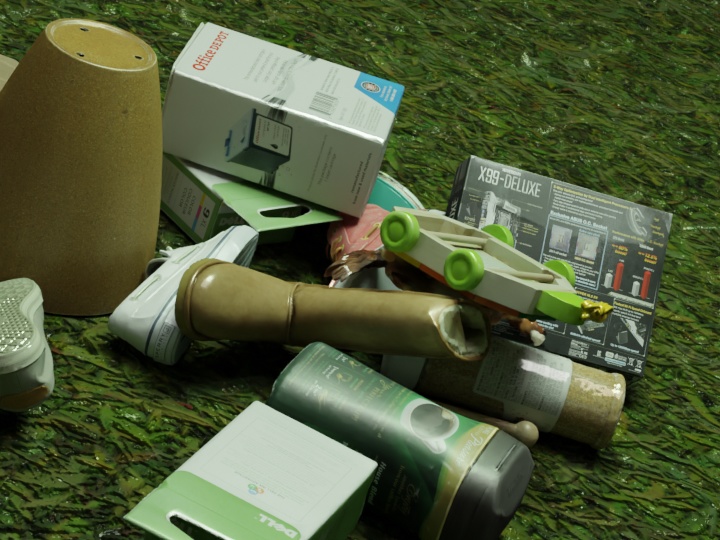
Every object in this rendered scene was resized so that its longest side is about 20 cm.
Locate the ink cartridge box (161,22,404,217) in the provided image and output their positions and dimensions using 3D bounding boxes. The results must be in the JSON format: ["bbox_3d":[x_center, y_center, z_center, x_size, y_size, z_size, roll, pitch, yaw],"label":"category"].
[{"bbox_3d":[-0.072,-0.141,1.834,0.199,0.086,0.147,17,26,1],"label":"ink cartridge box"}]

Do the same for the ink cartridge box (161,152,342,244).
[{"bbox_3d":[-0.120,-0.069,1.832,0.104,0.059,0.200,-7,37,-42],"label":"ink cartridge box"}]

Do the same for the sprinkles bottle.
[{"bbox_3d":[0.119,0.090,1.683,0.199,0.068,0.068,17,26,-5],"label":"sprinkles bottle"}]

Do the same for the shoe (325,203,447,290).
[{"bbox_3d":[0.000,0.000,1.786,0.091,0.072,0.200,9,30,30],"label":"shoe"}]

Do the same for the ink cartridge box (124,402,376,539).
[{"bbox_3d":[-0.078,0.171,1.380,0.104,0.059,0.200,27,27,13],"label":"ink cartridge box"}]

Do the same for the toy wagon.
[{"bbox_3d":[0.111,0.002,1.608,0.200,0.040,0.155,32,15,33],"label":"toy wagon"}]

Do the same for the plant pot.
[{"bbox_3d":[-0.236,-0.097,1.647,0.186,0.201,0.187,16,25,-8],"label":"plant pot"}]

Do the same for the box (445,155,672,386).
[{"bbox_3d":[0.168,0.001,1.798,0.199,0.158,0.050,15,-16,-9],"label":"box"}]

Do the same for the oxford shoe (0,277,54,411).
[{"bbox_3d":[-0.266,0.054,1.504,0.075,0.058,0.200,-20,22,-8],"label":"oxford shoe"}]

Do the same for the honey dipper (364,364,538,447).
[{"bbox_3d":[0.052,0.112,1.640,0.199,0.038,0.038,18,26,-13],"label":"honey dipper"}]

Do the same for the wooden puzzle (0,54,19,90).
[{"bbox_3d":[-0.339,-0.158,1.832,0.185,0.046,0.200,42,12,38],"label":"wooden puzzle"}]

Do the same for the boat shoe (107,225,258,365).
[{"bbox_3d":[-0.144,0.006,1.655,0.067,0.074,0.200,24,26,7],"label":"boat shoe"}]

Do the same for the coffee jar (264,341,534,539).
[{"bbox_3d":[0.026,0.137,1.507,0.199,0.086,0.104,25,30,13],"label":"coffee jar"}]

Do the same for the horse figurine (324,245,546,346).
[{"bbox_3d":[0.072,0.014,1.687,0.199,0.050,0.133,21,6,-1],"label":"horse figurine"}]

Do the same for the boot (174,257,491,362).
[{"bbox_3d":[-0.021,0.033,1.577,0.199,0.066,0.175,5,0,29],"label":"boot"}]

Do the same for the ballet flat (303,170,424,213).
[{"bbox_3d":[-0.021,-0.074,1.918,0.199,0.069,0.071,23,1,7],"label":"ballet flat"}]
